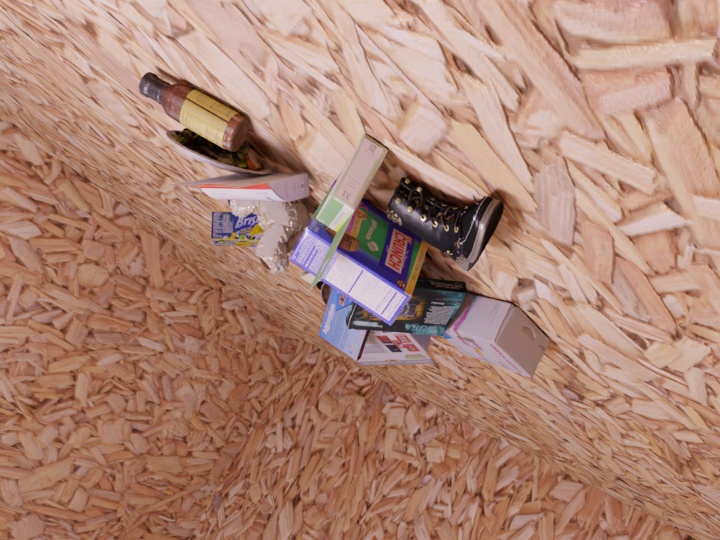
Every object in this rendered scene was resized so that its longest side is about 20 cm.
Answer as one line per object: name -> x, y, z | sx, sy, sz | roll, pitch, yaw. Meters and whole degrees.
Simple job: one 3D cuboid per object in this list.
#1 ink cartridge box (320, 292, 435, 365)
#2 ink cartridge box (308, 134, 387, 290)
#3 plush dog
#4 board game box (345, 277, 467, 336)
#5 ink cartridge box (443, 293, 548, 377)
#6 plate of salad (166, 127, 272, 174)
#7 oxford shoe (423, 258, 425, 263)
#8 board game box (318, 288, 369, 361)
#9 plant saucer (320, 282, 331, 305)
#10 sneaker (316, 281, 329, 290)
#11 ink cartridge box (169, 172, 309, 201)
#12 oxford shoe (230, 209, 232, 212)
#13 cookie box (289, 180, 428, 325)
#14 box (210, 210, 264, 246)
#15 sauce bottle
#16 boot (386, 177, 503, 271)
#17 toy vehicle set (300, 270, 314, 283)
ink cartridge box -> 0.046, 0.120, 1.479 | 0.196, 0.086, 0.176 | -6, 142, 34
ink cartridge box -> -0.036, -0.078, 1.013 | 0.047, 0.203, 0.145 | 30, 167, -5
plush dog -> -0.151, -0.108, 1.416 | 0.203, 0.159, 0.172 | 57, -173, 9
board game box -> 0.081, 0.064, 1.292 | 0.194, 0.029, 0.137 | 6, 138, -16
ink cartridge box -> 0.245, 0.117, 1.377 | 0.144, 0.086, 0.198 | 39, 164, -33
plate of salad -> -0.246, -0.220, 1.257 | 0.195, 0.049, 0.201 | 21, -163, -6
oxford shoe -> 0.078, -0.013, 1.342 | 0.074, 0.059, 0.200 | 31, 167, 4
board game box -> -0.016, 0.067, 1.386 | 0.101, 0.204, 0.019 | 30, -152, 22
plant saucer -> 0.004, 0.055, 1.671 | 0.194, 0.033, 0.203 | 6, 143, 5
sneaker -> -0.067, 0.019, 1.740 | 0.198, 0.091, 0.078 | 37, 167, -25
ink cartridge box -> -0.204, -0.137, 1.220 | 0.158, 0.059, 0.199 | 4, -161, 28
oxford shoe -> -0.250, -0.144, 1.605 | 0.070, 0.073, 0.199 | 28, 168, -18
cookie box -> 0.004, -0.033, 1.170 | 0.197, 0.172, 0.076 | 32, 126, -5
box -> -0.229, -0.090, 1.561 | 0.194, 0.066, 0.070 | 2, 170, -7
sauce bottle -> -0.281, -0.272, 1.189 | 0.197, 0.067, 0.066 | 32, 168, 10
boot -> 0.110, -0.076, 0.978 | 0.152, 0.074, 0.204 | 32, 168, 7
toy vehicle set -> -0.060, -0.041, 1.405 | 0.026, 0.126, 0.200 | 31, 168, -11
